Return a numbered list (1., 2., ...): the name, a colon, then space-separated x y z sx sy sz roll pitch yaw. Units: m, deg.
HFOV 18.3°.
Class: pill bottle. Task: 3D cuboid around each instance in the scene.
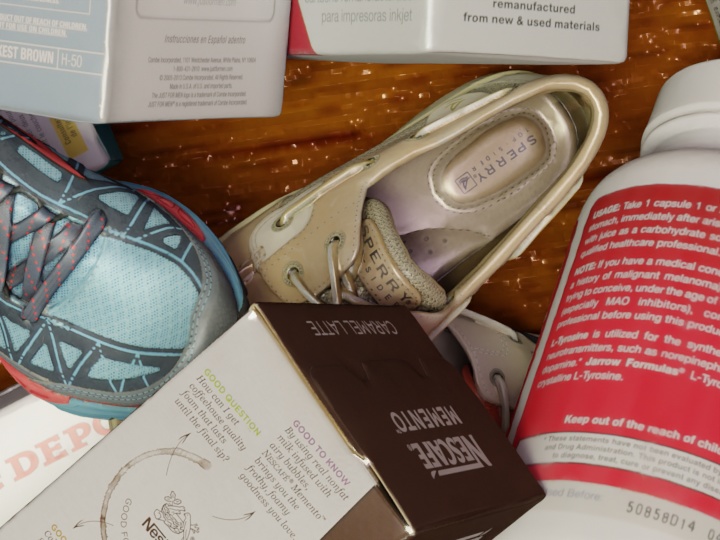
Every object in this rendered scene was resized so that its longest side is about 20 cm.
1. pill bottle: 0.115 0.033 0.760 0.112 0.112 0.200 21 65 -1

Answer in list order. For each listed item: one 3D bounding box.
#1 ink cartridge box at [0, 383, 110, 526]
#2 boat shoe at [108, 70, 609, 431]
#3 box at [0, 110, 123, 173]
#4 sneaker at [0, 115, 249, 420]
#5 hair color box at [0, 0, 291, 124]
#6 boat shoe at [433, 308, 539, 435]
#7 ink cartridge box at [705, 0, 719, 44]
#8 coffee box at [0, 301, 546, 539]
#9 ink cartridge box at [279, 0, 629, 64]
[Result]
1. ink cartridge box: -0.087 0.135 0.810 0.145 0.084 0.200 -27 92 2
2. boat shoe: 0.000 0.000 0.749 0.200 0.065 0.072 -38 96 -11
3. box: -0.194 -0.030 0.817 0.200 0.049 0.082 -27 93 2
4. sneaker: -0.129 -0.016 0.717 0.200 0.096 0.079 30 91 21
5. hair color box: -0.066 -0.149 0.702 0.061 0.099 0.201 11 100 30
6. boat shoe: 0.029 0.043 0.815 0.200 0.063 0.071 27 92 -3
7. ink cartridge box: 0.170 -0.192 0.790 0.147 0.076 0.200 -20 95 2
8. coffee box: -0.057 0.101 0.679 0.200 0.114 0.080 -41 75 18
9. ink cartridge box: 0.019 -0.171 0.751 0.083 0.146 0.201 0 95 -32
